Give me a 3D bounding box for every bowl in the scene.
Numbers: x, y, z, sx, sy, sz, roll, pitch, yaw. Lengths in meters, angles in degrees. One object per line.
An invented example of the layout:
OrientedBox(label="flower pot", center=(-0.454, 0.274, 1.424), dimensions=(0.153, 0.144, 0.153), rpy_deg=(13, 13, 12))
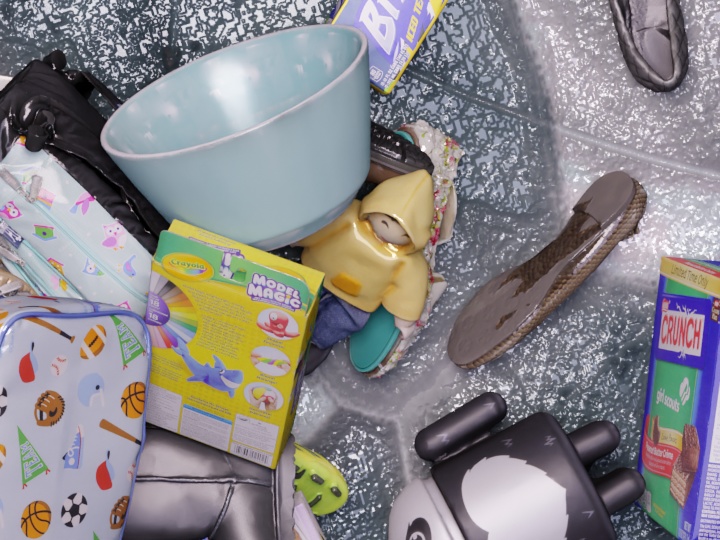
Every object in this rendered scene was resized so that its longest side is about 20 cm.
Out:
OrientedBox(label="bowl", center=(-0.073, -0.083, 1.618), dimensions=(0.199, 0.201, 0.106), rpy_deg=(-21, 112, -2))

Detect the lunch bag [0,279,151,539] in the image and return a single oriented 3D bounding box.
OrientedBox(label="lunch bag", center=(-0.223, 0.109, 1.560), dimensions=(0.160, 0.075, 0.202), rpy_deg=(-1, 99, -49))

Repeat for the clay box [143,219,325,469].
OrientedBox(label="clay box", center=(-0.092, 0.045, 1.605), dimensions=(0.114, 0.048, 0.201), rpy_deg=(20, 137, 5))

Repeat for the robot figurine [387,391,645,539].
OrientedBox(label="robot figurine", center=(0.117, 0.186, 1.761), dimensions=(0.199, 0.151, 0.125), rpy_deg=(-27, 137, -1))

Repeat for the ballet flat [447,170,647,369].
OrientedBox(label="ballet flat", center=(0.148, 0.007, 1.784), dimensions=(0.200, 0.067, 0.046), rpy_deg=(-46, 130, -2))

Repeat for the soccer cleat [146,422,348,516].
OrientedBox(label="soccer cleat", center=(-0.094, 0.130, 1.770), dimensions=(0.199, 0.084, 0.065), rpy_deg=(23, 124, -23))

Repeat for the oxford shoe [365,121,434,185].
OrientedBox(label="oxford shoe", center=(-0.038, -0.079, 1.733), dimensions=(0.199, 0.073, 0.085), rpy_deg=(13, 103, 23))

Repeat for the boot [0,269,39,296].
OrientedBox(label="boot", center=(-0.295, 0.034, 1.656), dimensions=(0.165, 0.200, 0.073), rpy_deg=(22, 73, 26))

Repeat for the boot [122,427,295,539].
OrientedBox(label="boot", center=(-0.149, 0.193, 1.668), dimensions=(0.198, 0.066, 0.166), rpy_deg=(3, 72, -12))

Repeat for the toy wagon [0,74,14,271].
OrientedBox(label="toy wagon", center=(-0.257, -0.049, 1.750), dimensions=(0.155, 0.040, 0.201), rpy_deg=(-36, 98, 0))

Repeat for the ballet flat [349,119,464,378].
OrientedBox(label="ballet flat", center=(0.042, -0.014, 1.767), dimensions=(0.064, 0.075, 0.202), rpy_deg=(3, 103, -38))

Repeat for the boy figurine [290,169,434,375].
OrientedBox(label="boy figurine", center=(0.000, 0.000, 1.704), dimensions=(0.124, 0.065, 0.200), rpy_deg=(42, 133, -5))

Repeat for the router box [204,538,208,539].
OrientedBox(label="router box", center=(-0.111, 0.309, 1.796), dimensions=(0.179, 0.049, 0.201), rpy_deg=(33, 93, -7))

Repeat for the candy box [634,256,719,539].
OrientedBox(label="candy box", center=(0.271, 0.099, 1.743), dimensions=(0.076, 0.169, 0.202), rpy_deg=(7, 95, -9))

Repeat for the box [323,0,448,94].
OrientedBox(label="box", center=(0.044, -0.235, 1.741), dimensions=(0.070, 0.064, 0.201), rpy_deg=(32, 94, -7))

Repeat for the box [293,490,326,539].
OrientedBox(label="box", center=(-0.019, 0.265, 1.752), dimensions=(0.041, 0.039, 0.201), rpy_deg=(-25, 100, 2))

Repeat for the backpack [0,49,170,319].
OrientedBox(label="backpack", center=(-0.204, -0.043, 1.669), dimensions=(0.126, 0.167, 0.200), rpy_deg=(-38, 103, 19))

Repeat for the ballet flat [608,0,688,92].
OrientedBox(label="ballet flat", center=(0.211, -0.234, 1.757), dimensions=(0.066, 0.057, 0.201), rpy_deg=(-21, 97, -3))
